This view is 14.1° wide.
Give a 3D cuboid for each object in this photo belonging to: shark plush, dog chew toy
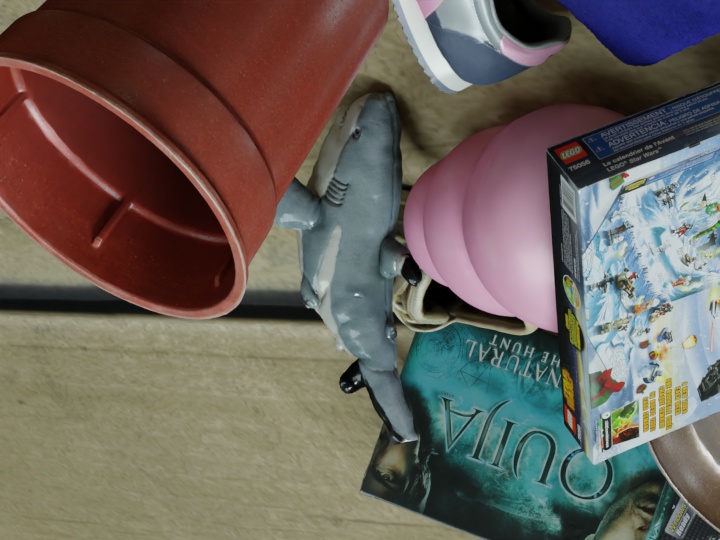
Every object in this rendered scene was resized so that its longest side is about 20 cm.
[{"bbox_3d":[0.000,0.000,1.715,0.083,0.201,0.091,-15,161,41],"label":"shark plush"},{"bbox_3d":[0.092,-0.027,1.620,0.125,0.125,0.200,47,159,-20],"label":"dog chew toy"}]

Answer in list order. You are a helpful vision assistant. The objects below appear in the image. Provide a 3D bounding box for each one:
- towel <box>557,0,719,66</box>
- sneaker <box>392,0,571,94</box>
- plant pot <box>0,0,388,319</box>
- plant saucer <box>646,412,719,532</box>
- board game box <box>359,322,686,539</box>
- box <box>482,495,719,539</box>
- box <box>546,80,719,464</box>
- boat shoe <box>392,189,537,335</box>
[{"bbox_3d":[0.109,-0.193,1.415,0.200,0.050,0.148,45,155,-12],"label":"towel"},{"bbox_3d":[0.043,-0.183,1.503,0.082,0.070,0.200,-11,130,28],"label":"sneaker"},{"bbox_3d":[-0.095,-0.112,1.614,0.200,0.196,0.201,27,151,16],"label":"plant pot"},{"bbox_3d":[0.257,0.094,1.670,0.199,0.032,0.201,19,138,19],"label":"plant saucer"},{"bbox_3d":[0.106,0.107,1.796,0.199,0.136,0.028,18,176,32],"label":"board game box"},{"bbox_3d":[0.153,0.195,1.810,0.160,0.201,0.044,28,-179,18],"label":"box"},{"bbox_3d":[0.168,-0.002,1.514,0.040,0.136,0.201,-125,20,-43],"label":"box"},{"bbox_3d":[0.041,0.000,1.774,0.199,0.065,0.072,10,143,41],"label":"boat shoe"}]
